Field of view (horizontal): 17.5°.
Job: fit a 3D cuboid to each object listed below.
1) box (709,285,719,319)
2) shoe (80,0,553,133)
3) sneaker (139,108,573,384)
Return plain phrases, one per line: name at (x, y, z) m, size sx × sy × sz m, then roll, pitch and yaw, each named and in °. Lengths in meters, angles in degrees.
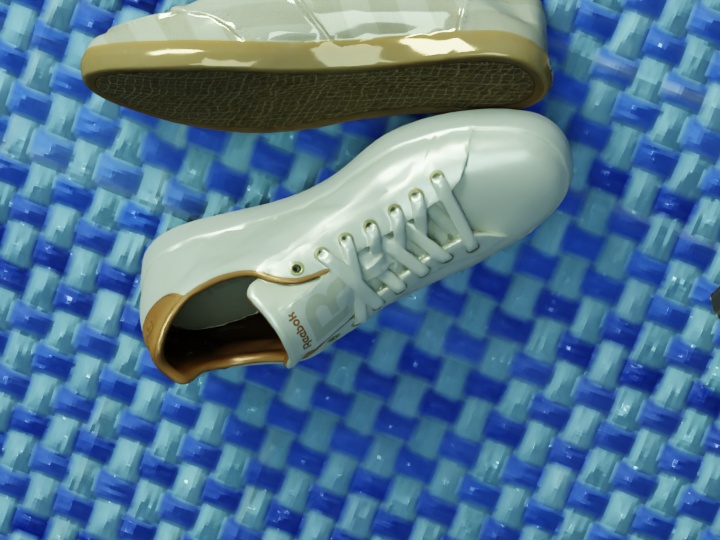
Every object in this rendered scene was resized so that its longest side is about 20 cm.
box at (0.271, 0.031, 1.007) m, size 0.200 × 0.036 × 0.143 m, roll 41°, pitch 105°, yaw -5°
shoe at (-0.018, -0.096, 0.994) m, size 0.200 × 0.070 × 0.053 m, roll -1°, pitch 68°, yaw 5°
sneaker at (0.000, 0.000, 0.992) m, size 0.200 × 0.085 × 0.073 m, roll -23°, pitch 123°, yaw 14°
